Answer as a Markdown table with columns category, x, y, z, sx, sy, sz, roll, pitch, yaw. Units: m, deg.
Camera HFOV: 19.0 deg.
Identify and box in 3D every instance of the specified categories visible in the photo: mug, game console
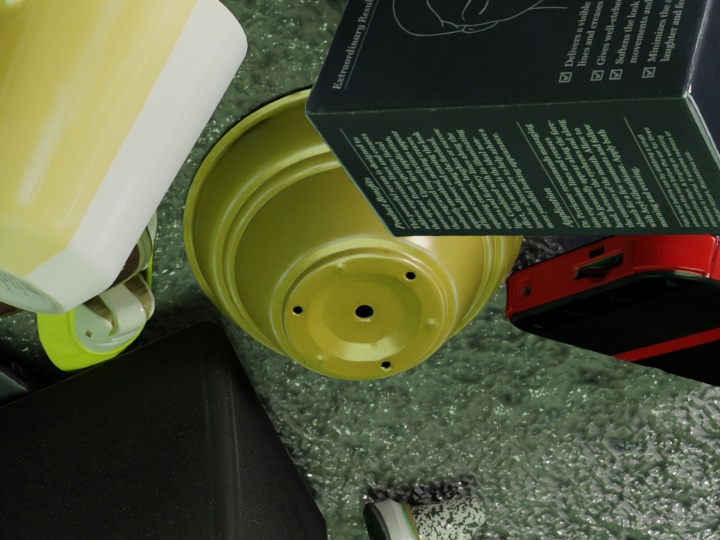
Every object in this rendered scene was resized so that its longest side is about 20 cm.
| category | x | y | z | sx | sy | sz | roll | pitch | yaw |
| --- | --- | --- | --- | --- | --- | --- | --- | --- | --- |
| mug | -0.162 | -0.073 | 1.006 | 0.186 | 0.154 | 0.149 | 29 | 165 | -30 |
| game console | 0.191 | 0.023 | 1.213 | 0.175 | 0.031 | 0.200 | 15 | 165 | -21 |

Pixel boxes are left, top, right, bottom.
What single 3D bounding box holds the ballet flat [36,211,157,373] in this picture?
| category | x | y | z | sx | sy | sz | roll | pitch | yaw |
| --- | --- | --- | --- | --- | --- | --- | --- | --- | --- |
| ballet flat | -0.140 | -0.006 | 1.192 | 0.066 | 0.067 | 0.201 | -20 | 136 | -32 |

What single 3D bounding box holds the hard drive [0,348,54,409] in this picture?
| category | x | y | z | sx | sy | sz | roll | pitch | yaw |
| --- | --- | --- | --- | --- | --- | --- | --- | --- | --- |
| hard drive | -0.217 | 0.122 | 1.315 | 0.134 | 0.043 | 0.200 | -32 | 127 | 19 |

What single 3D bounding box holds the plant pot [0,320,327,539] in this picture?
| category | x | y | z | sx | sy | sz | roll | pitch | yaw |
| --- | --- | --- | --- | --- | --- | --- | --- | --- | --- |
| plant pot | -0.125 | 0.187 | 1.240 | 0.198 | 0.178 | 0.200 | -22 | 130 | 3 |

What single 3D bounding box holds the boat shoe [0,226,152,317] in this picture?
| category | x | y | z | sx | sy | sz | roll | pitch | yaw |
| --- | --- | --- | --- | --- | --- | --- | --- | --- | --- |
| boat shoe | -0.201 | 0.000 | 1.151 | 0.198 | 0.072 | 0.073 | -4 | 119 | 33 |

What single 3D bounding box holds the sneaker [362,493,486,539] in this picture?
| category | x | y | z | sx | sy | sz | roll | pitch | yaw |
| --- | --- | --- | --- | --- | --- | --- | --- | --- | --- |
| sneaker | 0.066 | 0.220 | 1.408 | 0.088 | 0.077 | 0.201 | -18 | 132 | -1 |

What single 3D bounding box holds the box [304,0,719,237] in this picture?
| category | x | y | z | sx | sy | sz | roll | pitch | yaw |
| --- | --- | --- | --- | --- | --- | --- | --- | --- | --- |
| box | 0.097 | -0.105 | 1.034 | 0.198 | 0.149 | 0.107 | 1 | 146 | 31 |

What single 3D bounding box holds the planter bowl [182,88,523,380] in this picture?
| category | x | y | z | sx | sy | sz | roll | pitch | yaw |
| --- | --- | --- | --- | --- | --- | --- | --- | --- | --- |
| planter bowl | 0.000 | 0.000 | 1.208 | 0.198 | 0.084 | 0.202 | -3 | 130 | -4 |
